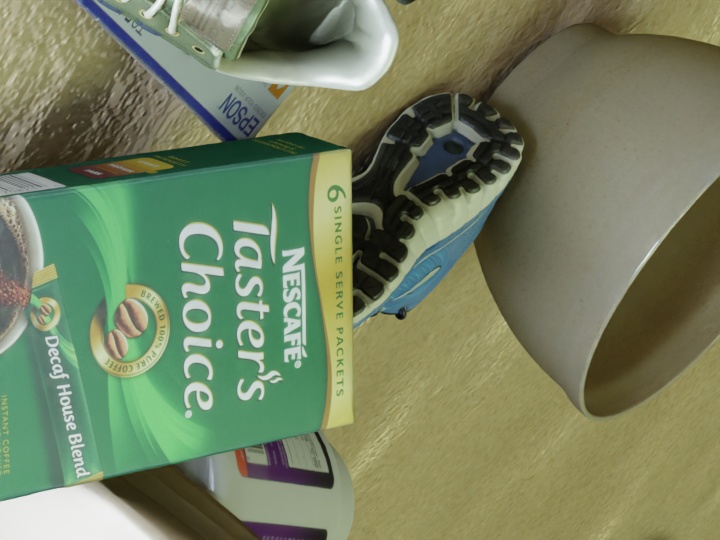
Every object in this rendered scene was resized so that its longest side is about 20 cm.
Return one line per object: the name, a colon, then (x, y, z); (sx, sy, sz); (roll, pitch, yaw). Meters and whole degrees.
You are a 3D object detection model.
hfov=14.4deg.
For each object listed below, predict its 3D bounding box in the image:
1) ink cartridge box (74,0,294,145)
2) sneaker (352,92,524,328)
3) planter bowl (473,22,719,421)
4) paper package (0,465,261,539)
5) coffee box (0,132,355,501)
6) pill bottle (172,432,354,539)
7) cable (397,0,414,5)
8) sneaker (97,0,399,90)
ink cartridge box: (-0.023, -0.157, 1.112); (0.200, 0.041, 0.200); (-47, 157, -1)
sneaker: (0.000, 0.000, 1.367); (0.200, 0.078, 0.089); (-35, 152, -31)
planter bowl: (0.131, -0.042, 1.464); (0.200, 0.135, 0.201); (-42, 158, -22)
paper package: (-0.136, 0.170, 1.207); (0.200, 0.190, 0.103); (-54, 170, 7)
coffee box: (-0.091, 0.017, 1.135); (0.199, 0.044, 0.124); (-8, 105, -36)
pill bottle: (-0.075, 0.106, 1.355); (0.112, 0.111, 0.200); (-51, 159, 8)
cable: (0.040, -0.160, 1.055); (0.200, 0.050, 0.097); (-54, 164, -33)
sneaker: (-0.062, -0.113, 0.972); (0.200, 0.090, 0.067); (20, 108, -47)
